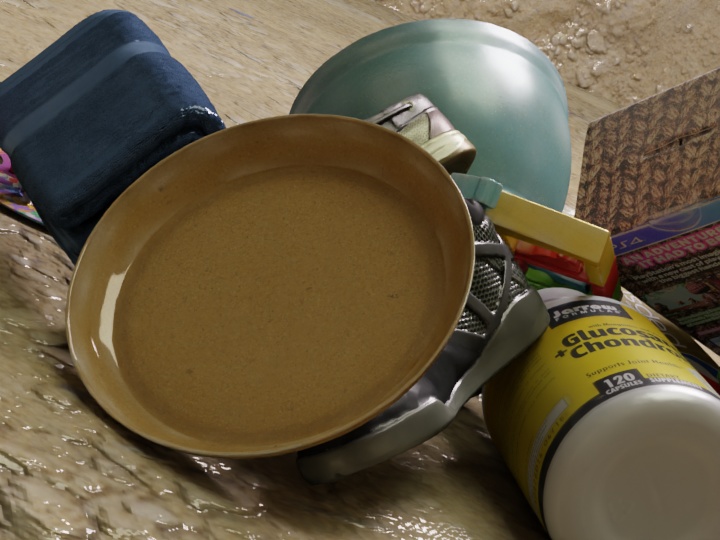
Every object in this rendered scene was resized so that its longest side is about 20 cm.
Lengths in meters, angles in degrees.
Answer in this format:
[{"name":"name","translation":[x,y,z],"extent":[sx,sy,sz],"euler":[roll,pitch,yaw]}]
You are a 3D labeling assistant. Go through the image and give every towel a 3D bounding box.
[{"name":"towel","translation":[-0.142,-0.079,1.025],"extent":[0.049,0.112,0.200],"euler":[53,-2,-31]}]

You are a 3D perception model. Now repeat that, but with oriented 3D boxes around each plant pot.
[{"name":"plant pot","translation":[0.054,-0.050,1.253],"extent":[0.200,0.200,0.134],"euler":[18,42,-27]},{"name":"plant pot","translation":[-0.041,0.009,0.884],"extent":[0.200,0.200,0.028],"euler":[34,-22,35]}]

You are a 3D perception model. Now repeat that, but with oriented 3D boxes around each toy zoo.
[{"name":"toy zoo","translation":[0.083,-0.018,1.066],"extent":[0.131,0.021,0.200],"euler":[19,-8,13]}]

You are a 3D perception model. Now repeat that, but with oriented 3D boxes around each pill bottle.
[{"name":"pill bottle","translation":[0.128,0.079,0.995],"extent":[0.112,0.112,0.200],"euler":[20,14,-17]}]

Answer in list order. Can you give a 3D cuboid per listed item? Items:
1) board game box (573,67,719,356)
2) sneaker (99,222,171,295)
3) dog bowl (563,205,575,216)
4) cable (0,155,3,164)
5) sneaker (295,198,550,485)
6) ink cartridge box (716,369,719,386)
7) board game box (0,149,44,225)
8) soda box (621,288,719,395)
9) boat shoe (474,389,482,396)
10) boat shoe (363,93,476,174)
[{"name":"board game box","translation":[0.256,-0.027,1.132],"extent":[0.200,0.097,0.159],"euler":[33,-36,-32]},{"name":"sneaker","translation":[-0.051,-0.007,0.988],"extent":[0.080,0.074,0.200],"euler":[40,56,19]},{"name":"dog bowl","translation":[0.172,0.012,1.416],"extent":[0.200,0.074,0.200],"euler":[24,14,-6]},{"name":"cable","translation":[-0.263,-0.117,1.005],"extent":[0.200,0.050,0.097],"euler":[58,23,-26]},{"name":"sneaker","translation":[0.014,0.023,0.924],"extent":[0.199,0.076,0.114],"euler":[-40,105,-45]},{"name":"ink cartridge box","translation":[0.294,0.097,1.012],"extent":[0.084,0.146,0.200],"euler":[23,36,-28]},{"name":"board game box","translation":[-0.170,-0.065,1.174],"extent":[0.158,0.039,0.200],"euler":[18,16,-27]},{"name":"soda box","translation":[0.180,0.070,1.166],"extent":[0.068,0.064,0.200],"euler":[13,26,-39]},{"name":"boat shoe","translation":[0.012,0.029,1.070],"extent":[0.200,0.072,0.076],"euler":[9,19,-48]},{"name":"boat shoe","translation":[-0.027,-0.046,1.107],"extent":[0.200,0.072,0.066],"euler":[-26,67,-21]}]
